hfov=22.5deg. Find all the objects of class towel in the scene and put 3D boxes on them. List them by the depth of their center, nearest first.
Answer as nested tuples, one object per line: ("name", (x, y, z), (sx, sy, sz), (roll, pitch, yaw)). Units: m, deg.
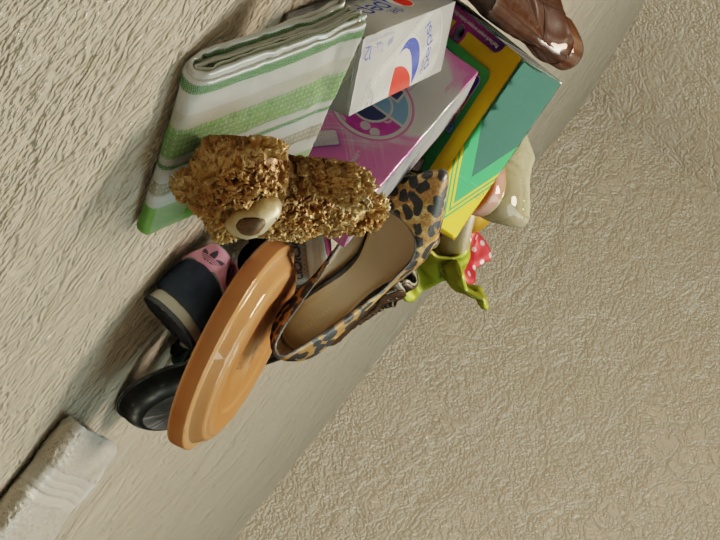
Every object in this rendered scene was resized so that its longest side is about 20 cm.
("towel", (-0.084, -0.108, 1.290), (0.149, 0.031, 0.200), (-22, 160, -29))
("towel", (-0.273, 0.196, 1.604), (0.133, 0.034, 0.200), (-54, 173, -8))

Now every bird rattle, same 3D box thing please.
("bird rattle", (0.105, -0.045, 1.793), (0.200, 0.112, 0.164), (-45, 153, -64))

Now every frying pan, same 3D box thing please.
("frying pan", (-0.141, 0.115, 1.725), (0.189, 0.031, 0.115), (-7, 150, -26))

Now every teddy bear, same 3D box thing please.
("teddy bear", (-0.054, -0.045, 1.302), (0.200, 0.144, 0.067), (47, 47, -79))

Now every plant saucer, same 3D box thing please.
("plant saucer", (-0.106, 0.067, 1.577), (0.201, 0.032, 0.200), (-61, 170, -18))

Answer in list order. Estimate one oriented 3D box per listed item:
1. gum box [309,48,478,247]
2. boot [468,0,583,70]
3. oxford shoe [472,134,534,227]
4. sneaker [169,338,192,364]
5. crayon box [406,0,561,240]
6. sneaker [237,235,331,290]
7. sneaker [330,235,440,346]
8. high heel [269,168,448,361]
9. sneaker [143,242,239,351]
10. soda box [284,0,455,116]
("gum box", (-0.004, -0.124, 1.528), (0.200, 0.113, 0.066), (-50, 172, -33))
("boot", (0.126, -0.292, 1.745), (0.064, 0.187, 0.200), (-42, 148, 20))
("oxford shoe", (0.125, -0.128, 1.709), (0.071, 0.074, 0.201), (-25, -129, 41))
("sneaker", (-0.137, 0.065, 1.731), (0.080, 0.071, 0.200), (-54, 175, -26))
("crayon box", (0.074, -0.151, 1.674), (0.173, 0.058, 0.200), (-56, -144, 13))
("sneaker", (-0.077, -0.012, 1.740), (0.200, 0.087, 0.074), (165, -78, -83))
("sneaker", (0.012, 0.016, 1.701), (0.200, 0.075, 0.071), (116, -5, -49))
("high heel", (0.000, 0.000, 1.553), (0.200, 0.071, 0.143), (-48, 179, 37))
("sneaker", (-0.132, 0.030, 1.591), (0.082, 0.070, 0.200), (-49, 174, -8))
("soda box", (0.007, -0.178, 1.422), (0.200, 0.068, 0.064), (-35, 140, -62))
